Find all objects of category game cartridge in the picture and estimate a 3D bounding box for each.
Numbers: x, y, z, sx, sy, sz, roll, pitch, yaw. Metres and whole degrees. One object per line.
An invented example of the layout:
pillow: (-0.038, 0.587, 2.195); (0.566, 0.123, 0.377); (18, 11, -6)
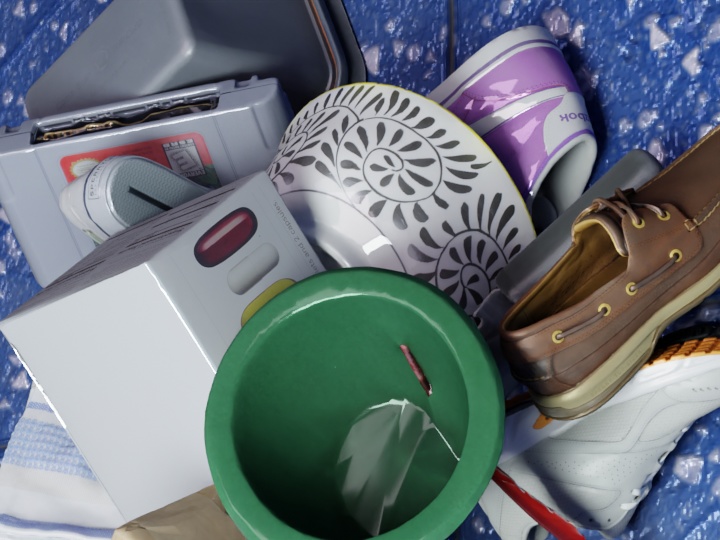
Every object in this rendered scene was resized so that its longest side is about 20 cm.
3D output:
game cartridge: (-0.128, -0.049, 1.846); (0.199, 0.133, 0.041); (-11, 43, 13)

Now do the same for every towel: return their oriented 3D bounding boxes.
towel: (-0.145, 0.099, 1.803); (0.146, 0.024, 0.200); (6, 51, 14)

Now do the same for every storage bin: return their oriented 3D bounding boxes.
storage bin: (-0.115, -0.107, 1.892); (0.200, 0.134, 0.146); (-42, 54, 33)

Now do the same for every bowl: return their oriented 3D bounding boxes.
bowl: (0.000, 0.000, 1.709); (0.200, 0.094, 0.201); (20, 126, 31)

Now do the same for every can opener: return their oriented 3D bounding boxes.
can opener: (0.107, 0.019, 1.647); (0.200, 0.053, 0.066); (-46, 39, 2)

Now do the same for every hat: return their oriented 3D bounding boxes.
hat: (0.030, 0.116, 1.602); (0.165, 0.176, 0.200); (-36, 61, 5)

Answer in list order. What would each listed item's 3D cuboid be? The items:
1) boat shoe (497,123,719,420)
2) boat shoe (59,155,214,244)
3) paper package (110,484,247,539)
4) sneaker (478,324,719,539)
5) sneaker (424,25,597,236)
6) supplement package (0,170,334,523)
boat shoe: (0.152, -0.011, 1.586); (0.200, 0.068, 0.072); (-48, 30, -12)
boat shoe: (-0.097, -0.017, 1.814); (0.067, 0.200, 0.074); (-6, 56, 52)
paper package: (-0.074, 0.250, 1.582); (0.191, 0.103, 0.200); (40, 123, 28)
sneaker: (0.149, 0.097, 1.629); (0.200, 0.076, 0.092); (-24, 94, 30)
sneaker: (0.059, -0.042, 1.742); (0.200, 0.073, 0.115); (-44, 56, 31)
supplement package: (-0.081, 0.070, 1.671); (0.156, 0.111, 0.200); (-21, 105, 48)
